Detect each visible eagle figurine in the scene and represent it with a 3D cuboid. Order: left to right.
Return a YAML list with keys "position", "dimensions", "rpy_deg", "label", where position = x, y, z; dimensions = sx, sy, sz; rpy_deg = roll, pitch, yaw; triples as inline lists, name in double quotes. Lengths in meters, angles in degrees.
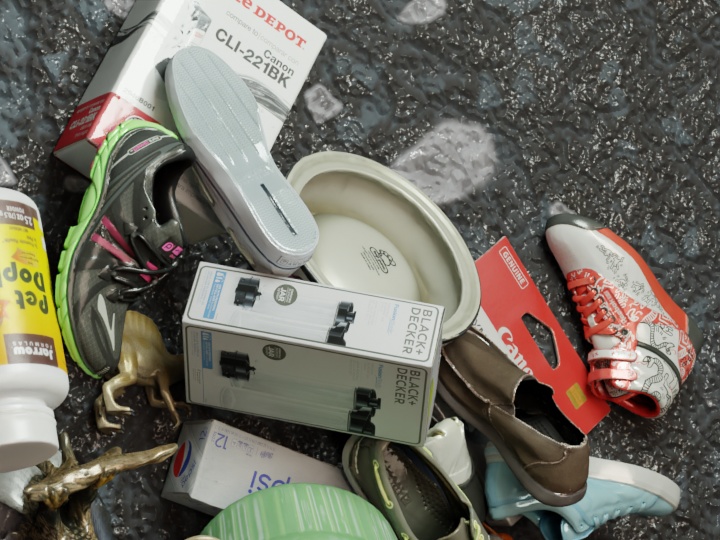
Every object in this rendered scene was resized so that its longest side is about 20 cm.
- position: [-0.219, 0.239, 1.647]
  dimensions: [0.150, 0.151, 0.202]
  rpy_deg: [4, 116, 10]
  label: "eagle figurine"

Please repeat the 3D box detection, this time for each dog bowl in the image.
- position: [0.000, 0.000, 1.774]
  dimensions: [0.199, 0.074, 0.201]
  rpy_deg: [25, 39, -22]
  label: "dog bowl"

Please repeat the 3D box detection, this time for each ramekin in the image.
- position: [-0.049, 0.266, 1.688]
  dimensions: [0.198, 0.098, 0.201]
  rpy_deg: [-5, 122, -8]
  label: "ramekin"

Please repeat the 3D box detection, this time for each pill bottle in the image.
- position: [-0.281, 0.047, 1.602]
  dimensions: [0.108, 0.109, 0.202]
  rpy_deg: [-2, 68, -30]
  label: "pill bottle"

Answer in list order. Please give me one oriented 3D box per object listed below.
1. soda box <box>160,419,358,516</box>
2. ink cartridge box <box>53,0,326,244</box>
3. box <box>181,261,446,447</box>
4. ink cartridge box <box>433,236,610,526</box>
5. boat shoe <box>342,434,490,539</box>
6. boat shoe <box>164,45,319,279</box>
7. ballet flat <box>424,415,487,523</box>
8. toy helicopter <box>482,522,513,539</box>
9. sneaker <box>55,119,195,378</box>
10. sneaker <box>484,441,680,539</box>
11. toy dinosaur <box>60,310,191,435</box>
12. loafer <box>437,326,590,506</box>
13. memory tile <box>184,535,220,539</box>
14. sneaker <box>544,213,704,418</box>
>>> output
- position: [-0.060, 0.188, 1.761]
  dimensions: [0.199, 0.063, 0.069]
  rpy_deg: [23, 75, -26]
  label: "soda box"
- position: [-0.138, -0.147, 1.750]
  dimensions: [0.144, 0.084, 0.201]
  rpy_deg: [34, 68, -21]
  label: "ink cartridge box"
- position: [-0.037, 0.067, 1.670]
  dimensions: [0.198, 0.117, 0.060]
  rpy_deg: [11, 52, 4]
  label: "box"
- position: [0.131, 0.096, 1.895]
  dimensions: [0.176, 0.045, 0.201]
  rpy_deg: [-39, 103, -27]
  label: "ink cartridge box"
- position: [0.063, 0.213, 1.738]
  dimensions: [0.072, 0.060, 0.202]
  rpy_deg: [-42, 102, -22]
  label: "boat shoe"
- position: [-0.106, -0.079, 1.673]
  dimensions: [0.073, 0.067, 0.201]
  rpy_deg: [-15, 69, -34]
  label: "boat shoe"
- position: [0.042, 0.135, 1.792]
  dimensions: [0.200, 0.068, 0.068]
  rpy_deg: [44, 47, 1]
  label: "ballet flat"
- position: [0.078, 0.228, 1.833]
  dimensions: [0.131, 0.079, 0.202]
  rpy_deg: [-9, 76, -24]
  label: "toy helicopter"
- position: [-0.177, -0.015, 1.623]
  dimensions: [0.083, 0.077, 0.202]
  rpy_deg: [13, 87, 18]
  label: "sneaker"
- position: [0.189, 0.204, 1.847]
  dimensions: [0.199, 0.074, 0.083]
  rpy_deg: [14, 75, -24]
  label: "sneaker"
- position: [-0.194, 0.076, 1.716]
  dimensions: [0.199, 0.058, 0.102]
  rpy_deg: [20, 59, -34]
  label: "toy dinosaur"
- position: [0.131, 0.106, 1.780]
  dimensions: [0.073, 0.071, 0.200]
  rpy_deg: [-16, 51, -39]
  label: "loafer"
- position: [-0.070, 0.280, 1.623]
  dimensions: [0.199, 0.017, 0.154]
  rpy_deg: [16, 117, -20]
  label: "memory tile"
- position: [0.228, 0.047, 1.940]
  dimensions: [0.201, 0.067, 0.108]
  rpy_deg: [44, 58, -21]
  label: "sneaker"
